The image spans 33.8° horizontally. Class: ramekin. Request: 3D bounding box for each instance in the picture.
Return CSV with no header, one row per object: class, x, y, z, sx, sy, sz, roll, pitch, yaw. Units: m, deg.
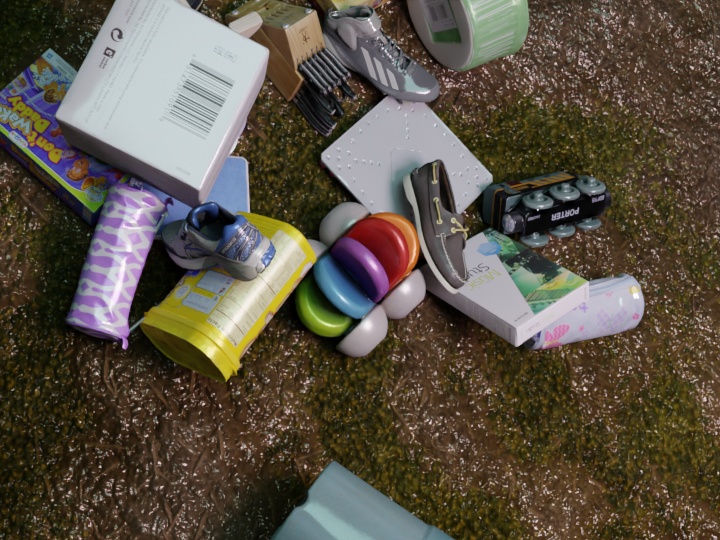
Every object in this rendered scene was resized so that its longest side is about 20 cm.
ramekin,0.153,-0.399,1.773,0.097,0.200,0.202,-28,82,-20

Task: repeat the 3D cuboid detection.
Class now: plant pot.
plant pot,-0.004,0.348,1.429,0.195,0.201,0.201,39,61,6

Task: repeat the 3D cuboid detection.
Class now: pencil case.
pencil case,-0.301,-0.010,1.481,0.084,0.084,0.203,18,82,-5
pencil case,0.314,0.056,1.716,0.197,0.092,0.083,-7,28,-25

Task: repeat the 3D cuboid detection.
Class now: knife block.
knife block,-0.096,-0.292,1.715,0.064,0.178,0.199,-36,41,-30

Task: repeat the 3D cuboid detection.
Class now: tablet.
tablet,-0.246,-0.101,1.598,0.197,0.014,0.132,3,69,-20

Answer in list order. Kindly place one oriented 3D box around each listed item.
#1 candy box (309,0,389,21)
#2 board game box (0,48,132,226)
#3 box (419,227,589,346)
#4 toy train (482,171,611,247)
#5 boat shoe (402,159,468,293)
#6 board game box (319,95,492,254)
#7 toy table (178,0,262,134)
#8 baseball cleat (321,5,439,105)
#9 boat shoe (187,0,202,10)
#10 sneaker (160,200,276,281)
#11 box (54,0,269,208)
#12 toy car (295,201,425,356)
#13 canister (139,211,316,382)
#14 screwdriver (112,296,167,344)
candy box,0.003,-0.462,1.814,0.199,0.055,0.116,-32,84,-29
board game box,-0.379,-0.175,1.548,0.199,0.045,0.135,40,64,1
box,0.198,0.018,1.647,0.143,0.037,0.199,-29,42,-28
toy train,0.275,-0.100,1.752,0.198,0.086,0.114,-16,32,-30
boat shoe,0.114,-0.065,1.637,0.071,0.060,0.204,30,36,-51
board game box,0.067,-0.145,1.733,0.200,0.026,0.200,47,61,1
toy table,-0.220,-0.281,1.622,0.200,0.117,0.184,44,61,1
baseball cleat,0.031,-0.317,1.724,0.198,0.107,0.070,24,52,4
boat shoe,-0.242,-0.449,1.709,0.074,0.062,0.202,25,64,-13
sneaker,-0.187,-0.051,1.458,0.077,0.198,0.086,-53,128,-25
box,-0.241,-0.214,1.459,0.198,0.131,0.201,26,79,-3
toy car,0.000,0.000,1.579,0.175,0.150,0.200,48,61,1
canister,-0.164,0.028,1.496,0.201,0.147,0.087,-52,132,-21
screwdriver,-0.244,0.035,1.539,0.029,0.028,0.200,29,57,24
